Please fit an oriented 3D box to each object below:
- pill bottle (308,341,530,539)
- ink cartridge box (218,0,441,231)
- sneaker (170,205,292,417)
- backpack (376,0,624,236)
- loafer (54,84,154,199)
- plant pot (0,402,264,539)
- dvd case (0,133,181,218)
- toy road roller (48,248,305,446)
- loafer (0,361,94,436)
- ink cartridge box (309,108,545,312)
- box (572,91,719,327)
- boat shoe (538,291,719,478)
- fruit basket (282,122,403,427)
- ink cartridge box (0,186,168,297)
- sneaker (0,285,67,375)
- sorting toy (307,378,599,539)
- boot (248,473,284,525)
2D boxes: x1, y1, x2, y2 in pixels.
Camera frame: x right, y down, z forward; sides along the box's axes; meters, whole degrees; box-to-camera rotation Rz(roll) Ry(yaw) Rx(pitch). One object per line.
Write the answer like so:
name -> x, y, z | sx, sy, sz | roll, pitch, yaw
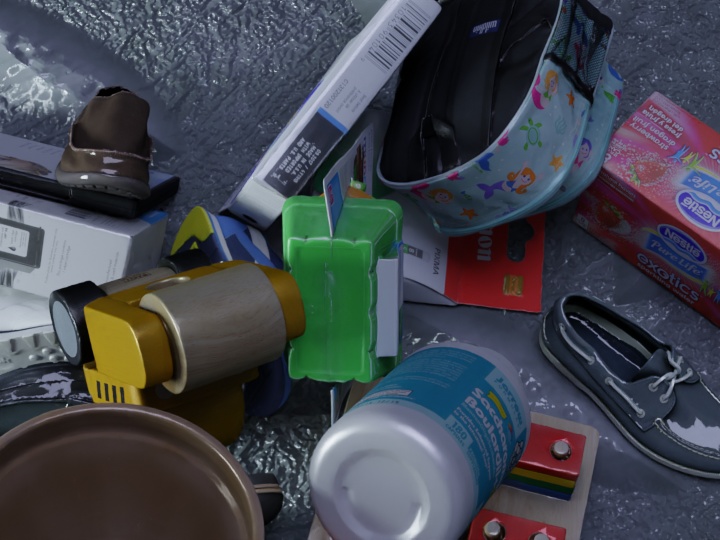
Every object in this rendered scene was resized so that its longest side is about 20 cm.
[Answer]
pill bottle -> 0.050, 0.116, 1.205 | 0.111, 0.111, 0.200 | 28, 26, 13
ink cartridge box -> -0.029, -0.123, 1.401 | 0.043, 0.200, 0.198 | 38, 78, -7
sneaker -> -0.083, 0.031, 1.372 | 0.082, 0.074, 0.200 | 15, 38, -38
backpack -> 0.108, -0.121, 1.395 | 0.151, 0.177, 0.200 | 45, 48, -29
loafer -> -0.200, -0.107, 1.375 | 0.073, 0.071, 0.200 | 9, 14, -15
plant pot -> -0.164, 0.191, 1.125 | 0.200, 0.093, 0.201 | 5, 49, -6
dvd case -> -0.258, -0.083, 1.420 | 0.200, 0.143, 0.018 | 14, 102, 5
toy road roller -> -0.124, 0.071, 1.237 | 0.123, 0.200, 0.146 | -18, 102, -28
loafer -> -0.201, 0.110, 1.335 | 0.200, 0.068, 0.070 | -3, 52, -9
ink cartridge box -> 0.057, -0.052, 1.460 | 0.200, 0.050, 0.161 | 5, 59, 2
box -> 0.284, -0.039, 1.435 | 0.200, 0.100, 0.095 | 38, 64, 17
boat shoe -> 0.226, 0.088, 1.377 | 0.200, 0.062, 0.073 | 38, 64, 18
fruit basket -> 0.000, 0.000, 1.298 | 0.094, 0.186, 0.200 | 4, 16, 14
ink cartridge box -> -0.265, -0.031, 1.383 | 0.200, 0.116, 0.067 | 15, 102, 6
sneaker -> -0.253, 0.040, 1.376 | 0.200, 0.076, 0.081 | 1, 50, -5
sorting toy -> 0.069, 0.175, 1.313 | 0.198, 0.070, 0.200 | 14, 60, 5
boot -> -0.131, 0.241, 1.267 | 0.200, 0.077, 0.138 | -24, 67, -2
